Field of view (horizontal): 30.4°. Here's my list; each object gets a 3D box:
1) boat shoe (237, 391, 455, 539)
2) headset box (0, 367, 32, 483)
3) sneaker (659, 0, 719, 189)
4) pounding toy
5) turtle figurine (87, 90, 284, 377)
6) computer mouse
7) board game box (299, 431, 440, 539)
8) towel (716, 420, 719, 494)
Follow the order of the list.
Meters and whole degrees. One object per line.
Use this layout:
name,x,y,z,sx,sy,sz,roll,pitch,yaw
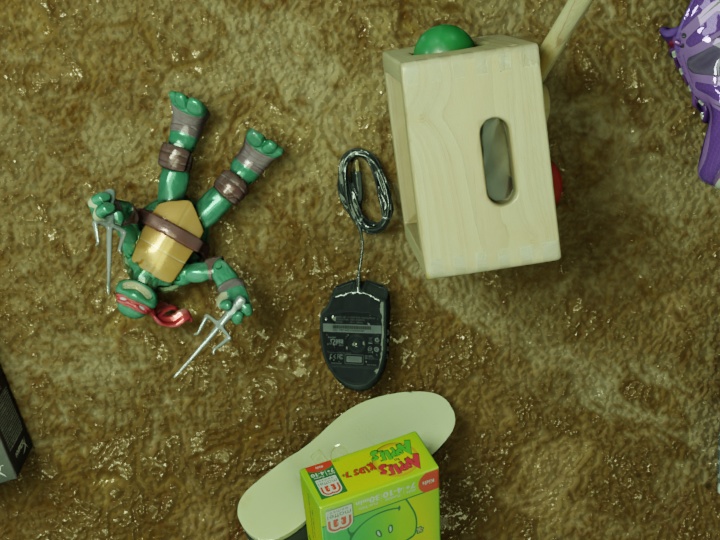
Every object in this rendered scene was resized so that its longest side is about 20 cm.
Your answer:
boat shoe,-0.009,0.170,1.115,0.201,0.063,0.074,-32,61,-8
headset box,-0.372,0.088,1.059,0.148,0.077,0.201,-18,105,0
sneaker,0.282,-0.166,1.062,0.083,0.081,0.201,1,96,12
pounding toy,0.099,-0.113,0.992,0.141,0.184,0.201,-8,103,-2
turtle figurine,-0.148,-0.029,1.038,0.149,0.101,0.201,28,84,-24
computer mouse,0.000,0.000,1.094,0.058,0.034,0.201,5,98,12
board game box,0.012,0.234,1.085,0.101,0.048,0.201,-16,128,-17
towel,0.396,0.115,1.119,0.199,0.086,0.167,0,104,-6
